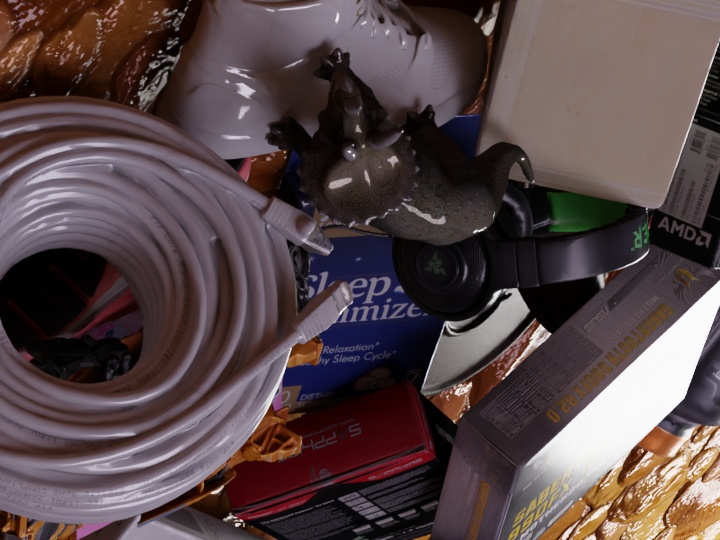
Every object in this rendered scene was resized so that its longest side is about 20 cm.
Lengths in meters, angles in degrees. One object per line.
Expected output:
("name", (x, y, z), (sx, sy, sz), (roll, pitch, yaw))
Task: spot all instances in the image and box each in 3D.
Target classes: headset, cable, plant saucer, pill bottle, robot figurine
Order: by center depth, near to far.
("cable", (-0.131, 0.016, 1.134), (0.200, 0.200, 0.069), (-50, 180, -26))
("robot figurine", (-0.116, 0.081, 1.225), (0.200, 0.058, 0.145), (-23, 142, -32))
("headset", (0.055, -0.003, 1.317), (0.124, 0.200, 0.094), (-60, 147, -73))
("plant saucer", (0.062, 0.011, 1.521), (0.200, 0.034, 0.200), (-30, 147, -22))
("pill bottle", (0.247, 0.034, 1.704), (0.106, 0.106, 0.200), (9, 122, -55))

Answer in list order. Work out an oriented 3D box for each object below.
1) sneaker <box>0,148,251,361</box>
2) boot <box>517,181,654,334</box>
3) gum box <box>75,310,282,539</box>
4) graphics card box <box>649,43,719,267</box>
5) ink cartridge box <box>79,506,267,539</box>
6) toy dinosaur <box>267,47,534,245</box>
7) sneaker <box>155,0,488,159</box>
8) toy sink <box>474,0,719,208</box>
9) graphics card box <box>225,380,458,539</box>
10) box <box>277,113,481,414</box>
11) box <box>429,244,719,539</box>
("sneaker", (-0.133, 0.005, 1.234), (0.200, 0.074, 0.087), (-35, 151, -16))
("boot", (0.141, -0.028, 1.447), (0.075, 0.097, 0.200), (-42, 136, -32))
("gum box", (-0.130, 0.071, 1.325), (0.200, 0.066, 0.114), (-27, 147, -26))
("graphics card box", (0.236, -0.101, 1.366), (0.125, 0.051, 0.200), (-3, 111, -52))
("ink cartridge box", (-0.123, 0.231, 1.505), (0.200, 0.045, 0.176), (28, 105, -40))
("toy dinosaur", (0.020, -0.046, 1.196), (0.077, 0.102, 0.200), (-44, 142, 16))
("sneaker", (0.000, -0.125, 1.230), (0.200, 0.074, 0.116), (-17, 144, -37))
("toy sink", (0.136, -0.153, 1.266), (0.131, 0.112, 0.200), (-79, -179, -46))
("graphics card box", (0.003, 0.128, 1.512), (0.125, 0.051, 0.200), (-20, 159, 11))
("box", (0.000, 0.000, 1.397), (0.121, 0.032, 0.200), (-4, 132, -26))
("box", (0.132, 0.082, 1.476), (0.200, 0.048, 0.159), (-40, 160, -27))
